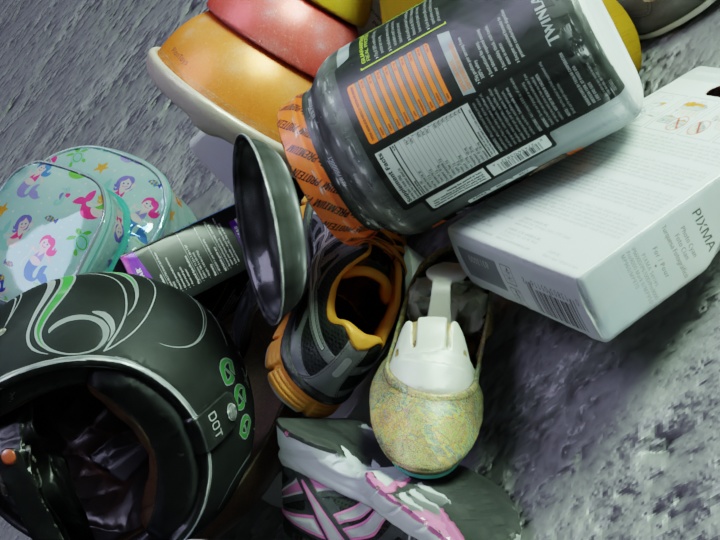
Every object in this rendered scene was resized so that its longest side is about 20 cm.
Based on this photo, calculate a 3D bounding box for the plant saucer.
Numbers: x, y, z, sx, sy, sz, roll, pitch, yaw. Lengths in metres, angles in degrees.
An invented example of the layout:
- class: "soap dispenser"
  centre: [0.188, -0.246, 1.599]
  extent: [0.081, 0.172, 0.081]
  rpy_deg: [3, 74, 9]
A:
- class: "plant saucer"
  centre: [-0.096, 0.115, 1.292]
  extent: [0.200, 0.037, 0.201]
  rpy_deg: [-41, 27, 27]

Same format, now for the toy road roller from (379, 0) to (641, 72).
- class: "toy road roller"
  centre: [0.099, -0.173, 1.238]
  extent: [0.145, 0.202, 0.123]
  rpy_deg: [0, 17, 30]

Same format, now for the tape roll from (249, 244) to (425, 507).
- class: "tape roll"
  centre: [-0.021, 0.067, 1.306]
  extent: [0.203, 0.037, 0.204]
  rpy_deg: [-41, 27, 26]

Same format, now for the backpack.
- class: "backpack"
  centre: [-0.243, -0.012, 1.653]
  extent: [0.177, 0.151, 0.201]
  rpy_deg: [21, 66, 34]

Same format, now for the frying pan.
- class: "frying pan"
  centre: [-0.055, 0.006, 1.156]
  extent: [0.031, 0.191, 0.115]
  rpy_deg: [-11, 36, -13]

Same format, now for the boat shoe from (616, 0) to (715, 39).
- class: "boat shoe"
  centre: [0.171, -0.194, 1.281]
  extent: [0.199, 0.057, 0.067]
  rpy_deg: [-4, 54, 59]

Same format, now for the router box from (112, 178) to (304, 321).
- class: "router box"
  centre: [-0.114, 0.013, 1.361]
  extent: [0.148, 0.051, 0.200]
  rpy_deg: [-26, -10, -24]

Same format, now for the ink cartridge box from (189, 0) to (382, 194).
- class: "ink cartridge box"
  centre: [-0.016, -0.147, 1.411]
  extent: [0.200, 0.086, 0.147]
  rpy_deg: [-41, 8, 31]

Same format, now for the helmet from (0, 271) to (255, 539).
- class: "helmet"
  centre: [-0.164, 0.093, 1.174]
  extent: [0.200, 0.200, 0.191]
  rpy_deg: [-49, 11, 10]

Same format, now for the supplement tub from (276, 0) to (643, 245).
- class: "supplement tub"
  centre: [0.058, -0.102, 1.136]
  extent: [0.199, 0.123, 0.123]
  rpy_deg: [-27, 32, 16]

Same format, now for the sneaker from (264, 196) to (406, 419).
- class: "sneaker"
  centre: [0.000, 0.000, 1.212]
  extent: [0.077, 0.078, 0.201]
  rpy_deg: [-40, 30, 45]

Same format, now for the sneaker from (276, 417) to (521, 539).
- class: "sneaker"
  centre: [0.019, 0.152, 1.104]
  extent: [0.200, 0.080, 0.087]
  rpy_deg: [25, 112, 56]

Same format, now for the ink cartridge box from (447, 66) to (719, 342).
- class: "ink cartridge box"
  centre: [0.169, -0.045, 1.102]
  extent: [0.199, 0.048, 0.160]
  rpy_deg: [-33, 21, -14]

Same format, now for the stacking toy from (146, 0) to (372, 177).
- class: "stacking toy"
  centre: [-0.037, -0.176, 1.265]
  extent: [0.201, 0.145, 0.146]
  rpy_deg: [-57, 24, 11]

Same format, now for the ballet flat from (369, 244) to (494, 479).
- class: "ballet flat"
  centre: [0.045, 0.045, 1.134]
  extent: [0.071, 0.071, 0.200]
  rpy_deg: [-40, 14, 26]
